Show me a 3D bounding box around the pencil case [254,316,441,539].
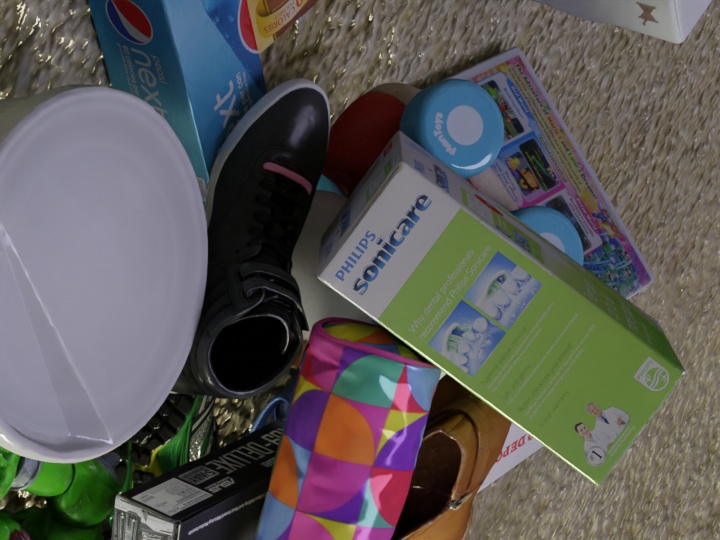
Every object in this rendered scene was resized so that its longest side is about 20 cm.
[{"bbox_3d":[-0.013,0.129,1.447,0.088,0.088,0.201,-4,112,-58],"label":"pencil case"}]

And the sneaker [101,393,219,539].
[{"bbox_3d":[-0.124,0.086,1.566,0.085,0.078,0.201,-30,140,-58],"label":"sneaker"}]

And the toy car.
[{"bbox_3d":[0.000,0.000,1.589,0.200,0.184,0.177,-37,98,-22],"label":"toy car"}]

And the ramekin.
[{"bbox_3d":[-0.179,-0.002,1.358,0.202,0.094,0.204,-13,105,-54],"label":"ramekin"}]

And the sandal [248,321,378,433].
[{"bbox_3d":[-0.035,0.108,1.712,0.201,0.079,0.087,-58,145,-23],"label":"sandal"}]

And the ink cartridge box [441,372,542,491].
[{"bbox_3d":[0.096,0.044,1.880,0.146,0.084,0.201,-28,129,-49],"label":"ink cartridge box"}]

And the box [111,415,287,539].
[{"bbox_3d":[-0.075,0.182,1.512,0.200,0.050,0.159,-21,125,-53],"label":"box"}]

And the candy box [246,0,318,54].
[{"bbox_3d":[-0.061,-0.241,1.483,0.117,0.056,0.201,-46,144,-37],"label":"candy box"}]

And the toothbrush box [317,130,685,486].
[{"bbox_3d":[0.078,0.018,1.456,0.086,0.200,0.146,-54,-175,8],"label":"toothbrush box"}]

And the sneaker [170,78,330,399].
[{"bbox_3d":[-0.051,-0.011,1.452,0.071,0.099,0.201,28,87,-33],"label":"sneaker"}]

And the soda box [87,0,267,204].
[{"bbox_3d":[-0.106,-0.136,1.461,0.068,0.064,0.201,-48,144,-33],"label":"soda box"}]

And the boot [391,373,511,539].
[{"bbox_3d":[0.032,0.146,1.573,0.155,0.073,0.201,-49,163,-67],"label":"boot"}]

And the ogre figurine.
[{"bbox_3d":[-0.200,0.176,1.458,0.120,0.098,0.201,-5,100,-46],"label":"ogre figurine"}]

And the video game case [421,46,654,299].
[{"bbox_3d":[0.108,-0.047,1.783,0.182,0.024,0.201,-28,87,-50],"label":"video game case"}]

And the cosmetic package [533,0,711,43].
[{"bbox_3d":[0.188,-0.297,1.749,0.200,0.167,0.167,-54,147,-28],"label":"cosmetic package"}]
